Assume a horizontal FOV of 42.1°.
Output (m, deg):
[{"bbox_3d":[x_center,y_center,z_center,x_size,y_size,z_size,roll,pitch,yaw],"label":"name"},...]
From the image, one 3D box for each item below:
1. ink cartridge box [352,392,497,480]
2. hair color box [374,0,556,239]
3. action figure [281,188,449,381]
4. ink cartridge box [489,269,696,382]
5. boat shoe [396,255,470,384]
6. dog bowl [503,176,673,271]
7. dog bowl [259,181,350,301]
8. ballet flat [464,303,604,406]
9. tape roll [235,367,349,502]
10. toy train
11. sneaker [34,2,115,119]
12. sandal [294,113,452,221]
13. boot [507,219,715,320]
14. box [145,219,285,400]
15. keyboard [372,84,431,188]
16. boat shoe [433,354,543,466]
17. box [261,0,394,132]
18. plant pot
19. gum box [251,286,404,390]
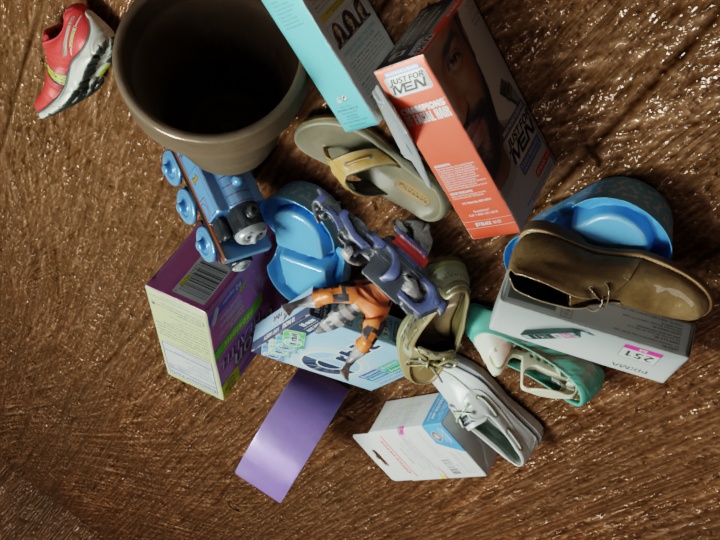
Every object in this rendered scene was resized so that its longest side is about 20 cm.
[{"bbox_3d":[0.095,0.247,1.382,0.199,0.068,0.115,-18,120,48],"label":"ink cartridge box"},{"bbox_3d":[0.105,-0.143,0.887,0.064,0.111,0.201,-9,127,42],"label":"hair color box"},{"bbox_3d":[0.000,0.000,1.095,0.200,0.193,0.105,49,-176,2],"label":"action figure"},{"bbox_3d":[0.240,0.075,1.022,0.198,0.044,0.174,17,158,8],"label":"ink cartridge box"},{"bbox_3d":[0.090,0.076,1.148,0.072,0.063,0.201,-2,131,-13],"label":"boat shoe"},{"bbox_3d":[0.237,-0.029,0.966,0.111,0.050,0.200,43,143,-11],"label":"dog bowl"},{"bbox_3d":[-0.066,-0.031,1.195,0.111,0.050,0.201,19,142,22],"label":"dog bowl"},{"bbox_3d":[0.196,0.106,1.135,0.199,0.071,0.068,25,147,15],"label":"ballet flat"},{"bbox_3d":[-0.103,0.245,1.426,0.085,0.201,0.200,32,145,2],"label":"tape roll"},{"bbox_3d":[-0.174,-0.100,1.131,0.114,0.086,0.201,-41,71,55],"label":"toy train"},{"bbox_3d":[-0.367,-0.265,1.176,0.085,0.077,0.200,51,136,-4],"label":"sneaker"},{"bbox_3d":[0.010,-0.109,1.051,0.199,0.054,0.081,32,145,4],"label":"sandal"},{"bbox_3d":[0.239,0.018,0.912,0.198,0.076,0.074,18,140,20],"label":"boot"},{"bbox_3d":[-0.190,0.041,1.280,0.096,0.176,0.201,22,143,17],"label":"box"},{"bbox_3d":[0.045,-0.128,0.931,0.056,0.011,0.200,53,-177,14],"label":"keyboard"},{"bbox_3d":[0.159,0.185,1.259,0.199,0.067,0.074,35,144,-1],"label":"boat shoe"},{"bbox_3d":[-0.031,-0.241,0.908,0.049,0.083,0.201,-7,127,44],"label":"box"},{"bbox_3d":[-0.150,-0.190,0.999,0.199,0.201,0.175,29,163,7],"label":"plant pot"},{"bbox_3d":[-0.021,0.097,1.258,0.198,0.045,0.170,20,151,-25],"label":"gum box"}]
